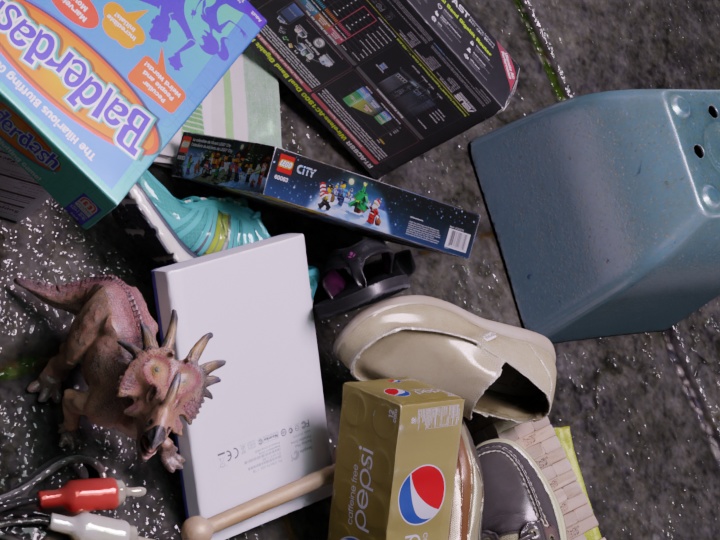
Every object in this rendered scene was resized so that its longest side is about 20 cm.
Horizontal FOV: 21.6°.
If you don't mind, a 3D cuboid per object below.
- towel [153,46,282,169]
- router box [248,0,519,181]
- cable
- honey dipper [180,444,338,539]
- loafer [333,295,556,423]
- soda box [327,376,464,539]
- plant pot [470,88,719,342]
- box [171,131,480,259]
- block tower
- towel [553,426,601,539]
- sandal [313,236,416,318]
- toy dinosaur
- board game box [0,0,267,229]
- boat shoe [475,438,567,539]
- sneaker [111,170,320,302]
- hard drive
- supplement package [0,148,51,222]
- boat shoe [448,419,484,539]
[{"bbox_3d":[-0.147,-0.146,1.490,0.200,0.023,0.153,11,62,-35],"label":"towel"},{"bbox_3d":[0.010,-0.184,1.534,0.200,0.150,0.062,47,41,-21],"label":"router box"},{"bbox_3d":[-0.229,0.161,1.250,0.200,0.050,0.097,12,67,-37],"label":"cable"},{"bbox_3d":[-0.050,0.158,1.370,0.200,0.038,0.038,-17,80,-39],"label":"honey dipper"},{"bbox_3d":[0.074,0.073,1.451,0.200,0.076,0.068,9,38,-28],"label":"loafer"},{"bbox_3d":[0.021,0.181,1.369,0.064,0.068,0.200,-2,103,-40],"label":"soda box"},{"bbox_3d":[0.253,-0.066,1.655,0.196,0.200,0.197,-4,72,-41],"label":"plant pot"},{"bbox_3d":[-0.026,-0.058,1.453,0.200,0.136,0.038,17,89,-36],"label":"box"},{"bbox_3d":[0.136,0.168,1.532,0.058,0.054,0.200,-20,80,-34],"label":"block tower"},{"bbox_3d":[0.171,0.229,1.568,0.086,0.018,0.200,-3,71,-41],"label":"towel"},{"bbox_3d":[-0.001,0.000,1.453,0.200,0.075,0.048,-56,124,-82],"label":"sandal"},{"bbox_3d":[-0.161,0.056,1.287,0.086,0.136,0.200,-11,56,-36],"label":"toy dinosaur"},{"bbox_3d":[-0.166,-0.146,1.183,0.152,0.045,0.200,45,50,-14],"label":"board game box"},{"bbox_3d":[0.126,0.229,1.458,0.066,0.072,0.201,9,67,-76],"label":"boat shoe"},{"bbox_3d":[-0.113,-0.024,1.411,0.200,0.077,0.080,41,78,-28],"label":"sneaker"},{"bbox_3d":[-0.083,0.084,1.372,0.132,0.025,0.200,-17,105,-43],"label":"hard drive"},{"bbox_3d":[-0.248,-0.154,1.288,0.150,0.200,0.152,17,59,-32],"label":"supplement package"},{"bbox_3d":[0.049,0.191,1.450,0.074,0.076,0.200,6,64,-34],"label":"boat shoe"}]
